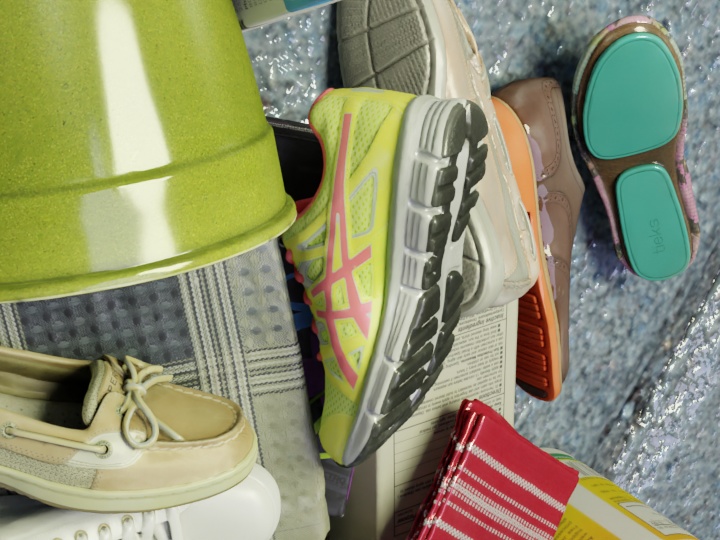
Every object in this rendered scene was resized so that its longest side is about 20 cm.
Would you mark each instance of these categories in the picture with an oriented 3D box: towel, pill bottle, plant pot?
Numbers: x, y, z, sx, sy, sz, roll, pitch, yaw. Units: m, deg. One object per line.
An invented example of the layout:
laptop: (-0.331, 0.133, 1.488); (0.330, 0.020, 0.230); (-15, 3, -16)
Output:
towel: (-0.121, 0.065, 0.856); (0.191, 0.035, 0.201); (-10, 114, -4)
pill bottle: (0.156, 0.198, 1.060); (0.112, 0.200, 0.114); (-16, 119, -31)
plant pot: (-0.135, -0.105, 0.727); (0.199, 0.200, 0.194); (-15, 107, -31)
towel: (0.053, 0.182, 0.977); (0.144, 0.022, 0.201); (35, 78, -53)

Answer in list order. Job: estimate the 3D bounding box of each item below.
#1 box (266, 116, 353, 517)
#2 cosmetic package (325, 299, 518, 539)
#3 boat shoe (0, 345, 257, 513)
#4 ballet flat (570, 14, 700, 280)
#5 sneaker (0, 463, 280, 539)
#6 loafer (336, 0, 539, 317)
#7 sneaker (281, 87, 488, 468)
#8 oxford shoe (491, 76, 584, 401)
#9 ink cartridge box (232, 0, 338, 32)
box: (-0.059, 0.020, 0.885); (0.142, 0.036, 0.201); (9, 105, -6)
cosmetic package: (0.030, 0.064, 0.990); (0.105, 0.071, 0.201); (-15, 118, -32)
boat shoe: (-0.144, 0.061, 0.795); (0.199, 0.073, 0.064); (8, 117, -3)
ballet flat: (0.162, -0.082, 1.028); (0.069, 0.071, 0.201); (-13, 133, 9)
sneaker: (-0.133, 0.142, 0.824); (0.199, 0.085, 0.073); (-11, 113, -4)
loafer: (0.042, -0.076, 0.909); (0.063, 0.072, 0.201); (-11, 84, -46)
sneaker: (0.000, 0.000, 0.835); (0.078, 0.090, 0.201); (-36, 142, -59)
oxford shoe: (0.106, -0.016, 1.015); (0.072, 0.071, 0.201); (-29, 125, -30)
ink cartridge box: (-0.022, -0.155, 0.794); (0.115, 0.200, 0.067); (-23, 100, -27)
